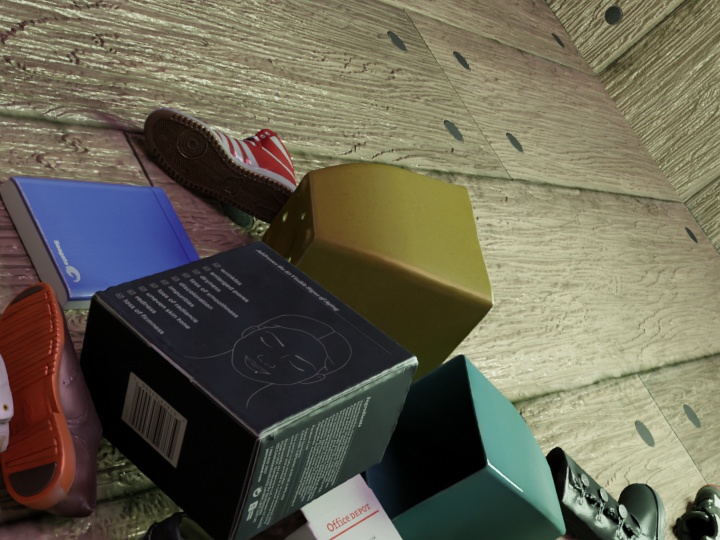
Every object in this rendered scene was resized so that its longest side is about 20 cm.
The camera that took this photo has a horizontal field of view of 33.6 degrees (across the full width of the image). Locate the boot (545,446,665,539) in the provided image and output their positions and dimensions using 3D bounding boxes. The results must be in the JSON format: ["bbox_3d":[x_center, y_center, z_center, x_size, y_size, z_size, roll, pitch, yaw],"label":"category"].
[{"bbox_3d":[0.309,0.295,1.553,0.199,0.066,0.166,36,28,-18],"label":"boot"}]

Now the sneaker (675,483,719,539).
[{"bbox_3d":[0.511,0.370,1.754,0.098,0.071,0.201,46,28,-13],"label":"sneaker"}]

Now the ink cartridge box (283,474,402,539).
[{"bbox_3d":[-0.008,0.274,1.068,0.201,0.068,0.116,57,27,12],"label":"ink cartridge box"}]

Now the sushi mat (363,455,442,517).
[{"bbox_3d":[0.058,0.225,1.296,0.096,0.012,0.200,51,27,-4],"label":"sushi mat"}]

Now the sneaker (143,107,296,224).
[{"bbox_3d":[-0.155,-0.135,1.357,0.199,0.071,0.113,33,25,-22],"label":"sneaker"}]

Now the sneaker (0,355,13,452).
[{"bbox_3d":[-0.293,0.113,0.824,0.115,0.074,0.201,28,33,-32],"label":"sneaker"}]

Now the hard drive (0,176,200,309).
[{"bbox_3d":[-0.236,-0.026,1.141,0.199,0.025,0.133,-1,57,-58],"label":"hard drive"}]

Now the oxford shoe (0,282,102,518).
[{"bbox_3d":[-0.245,0.102,0.938,0.073,0.071,0.202,48,23,-52],"label":"oxford shoe"}]

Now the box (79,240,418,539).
[{"bbox_3d":[-0.096,0.092,0.988,0.199,0.125,0.196,35,35,27],"label":"box"}]

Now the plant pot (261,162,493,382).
[{"bbox_3d":[0.000,0.000,1.309,0.198,0.195,0.197,21,37,-25],"label":"plant pot"}]

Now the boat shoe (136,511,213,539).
[{"bbox_3d":[-0.094,0.271,0.948,0.200,0.060,0.076,42,28,-17],"label":"boat shoe"}]

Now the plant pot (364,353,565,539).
[{"bbox_3d":[0.117,0.219,1.241,0.200,0.141,0.142,40,28,-37],"label":"plant pot"}]
